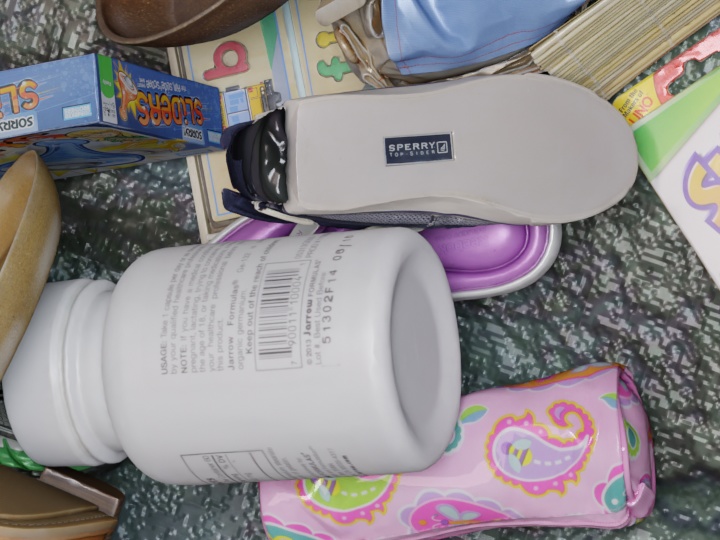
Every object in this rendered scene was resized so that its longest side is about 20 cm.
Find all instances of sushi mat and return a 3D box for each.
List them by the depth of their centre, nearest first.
[{"bbox_3d":[0.174,-0.147,1.323,0.200,0.096,0.012,-36,66,12],"label":"sushi mat"}]

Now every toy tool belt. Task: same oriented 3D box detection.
[{"bbox_3d":[0.073,-0.157,1.319,0.199,0.123,0.125,-23,90,3],"label":"toy tool belt"}]

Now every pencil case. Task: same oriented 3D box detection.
[{"bbox_3d":[0.044,0.098,1.355,0.199,0.087,0.088,-10,86,14],"label":"pencil case"}]

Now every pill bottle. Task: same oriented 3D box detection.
[{"bbox_3d":[-0.062,0.043,1.308,0.199,0.114,0.115,-5,88,21],"label":"pill bottle"}]

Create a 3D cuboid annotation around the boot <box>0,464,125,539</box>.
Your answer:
[{"bbox_3d":[-0.169,0.172,1.296,0.073,0.200,0.155,22,90,12],"label":"boot"}]

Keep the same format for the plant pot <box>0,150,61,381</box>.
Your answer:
[{"bbox_3d":[-0.191,0.037,1.311,0.027,0.200,0.201,28,97,-14],"label":"plant pot"}]

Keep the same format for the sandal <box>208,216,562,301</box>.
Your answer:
[{"bbox_3d":[-0.002,-0.007,1.362,0.202,0.050,0.083,-18,85,12],"label":"sandal"}]

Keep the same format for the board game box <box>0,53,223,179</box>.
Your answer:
[{"bbox_3d":[-0.186,-0.068,1.381,0.199,0.135,0.035,-9,83,23],"label":"board game box"}]

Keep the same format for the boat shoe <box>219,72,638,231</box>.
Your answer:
[{"bbox_3d":[0.027,-0.055,1.319,0.199,0.093,0.075,2,87,-26],"label":"boat shoe"}]

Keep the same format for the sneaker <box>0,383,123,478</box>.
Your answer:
[{"bbox_3d":[-0.204,0.045,1.427,0.199,0.078,0.085,29,95,14],"label":"sneaker"}]

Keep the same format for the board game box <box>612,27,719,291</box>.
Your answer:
[{"bbox_3d":[0.210,-0.025,1.347,0.095,0.030,0.200,-34,79,11],"label":"board game box"}]

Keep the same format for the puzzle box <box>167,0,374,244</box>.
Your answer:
[{"bbox_3d":[-0.028,-0.081,1.410,0.132,0.025,0.201,-12,86,15],"label":"puzzle box"}]

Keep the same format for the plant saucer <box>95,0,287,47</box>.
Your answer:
[{"bbox_3d":[-0.047,-0.179,1.344,0.200,0.201,0.037,-43,119,10],"label":"plant saucer"}]
